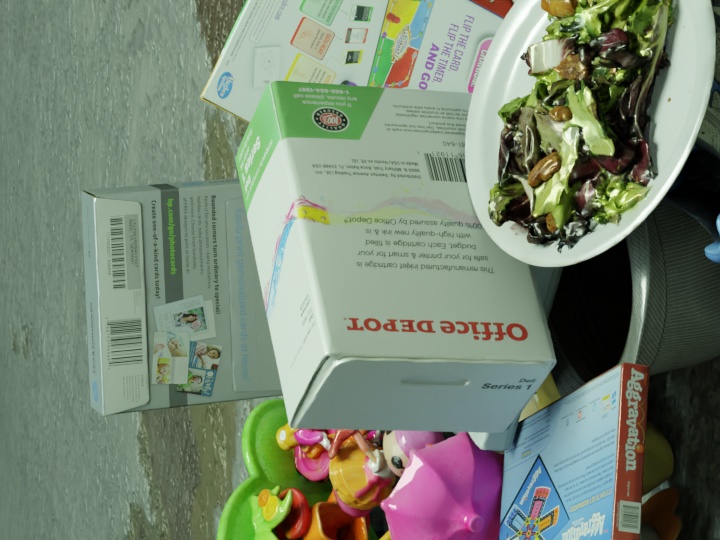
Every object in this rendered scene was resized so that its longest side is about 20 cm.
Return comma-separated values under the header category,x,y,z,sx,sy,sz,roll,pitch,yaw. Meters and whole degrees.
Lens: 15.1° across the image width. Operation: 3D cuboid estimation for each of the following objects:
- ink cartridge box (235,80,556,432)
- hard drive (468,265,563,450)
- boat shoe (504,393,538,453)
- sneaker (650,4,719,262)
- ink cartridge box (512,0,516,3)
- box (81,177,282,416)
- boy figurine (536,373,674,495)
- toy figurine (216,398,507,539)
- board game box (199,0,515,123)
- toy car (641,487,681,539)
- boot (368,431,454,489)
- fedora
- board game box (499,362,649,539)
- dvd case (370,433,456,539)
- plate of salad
category,x,y,z,sx,sy,sz,roll,pitch,yaw
ink cartridge box,0.018,-0.007,1.611,0.084,0.144,0.200,119,146,-49
hard drive,0.086,-0.009,1.673,0.132,0.026,0.200,-119,37,-54
boat shoe,0.117,0.171,1.874,0.072,0.065,0.200,-124,34,-54
sneaker,0.198,-0.079,1.537,0.077,0.085,0.200,103,154,-43
ink cartridge box,0.131,-0.241,1.684,0.200,0.084,0.146,-119,29,-48
box,-0.092,0.014,1.909,0.041,0.199,0.156,-154,60,-68
boy figurine,0.146,0.059,1.763,0.124,0.064,0.200,106,150,-47
toy figurine,0.018,0.143,1.749,0.184,0.150,0.200,-32,55,40
board game box,0.019,-0.129,1.726,0.153,0.200,0.040,-61,0,29
toy car,0.159,0.225,1.686,0.200,0.184,0.177,-69,17,-8
boot,0.046,0.181,1.861,0.200,0.066,0.165,60,148,9
fedora,0.169,-0.004,1.635,0.177,0.090,0.200,107,153,-47
board game box,0.122,0.125,1.591,0.200,0.019,0.103,139,139,-69
dvd case,0.033,0.175,1.951,0.018,0.200,0.143,-17,68,31
plate of salad,0.121,-0.101,1.542,0.200,0.048,0.201,-24,57,43
